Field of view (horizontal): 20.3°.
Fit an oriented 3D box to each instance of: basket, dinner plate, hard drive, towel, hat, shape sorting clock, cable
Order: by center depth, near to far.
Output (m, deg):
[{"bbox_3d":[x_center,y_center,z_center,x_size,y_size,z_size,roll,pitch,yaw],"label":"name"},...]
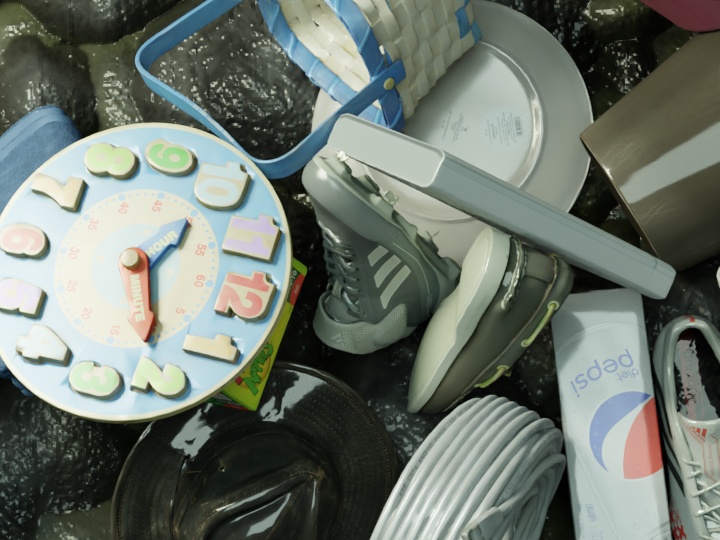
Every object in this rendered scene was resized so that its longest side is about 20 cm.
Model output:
[{"bbox_3d":[-0.140,-0.002,1.254,0.199,0.039,0.201,-2,68,5],"label":"shape sorting clock"},{"bbox_3d":[0.060,0.176,1.265,0.069,0.200,0.201,25,128,16],"label":"cable"},{"bbox_3d":[0.090,-0.040,1.281,0.200,0.132,0.027,24,92,-33],"label":"hard drive"},{"bbox_3d":[-0.066,0.160,1.314,0.200,0.081,0.202,-1,98,-8],"label":"hat"},{"bbox_3d":[0.256,-0.097,1.325,0.200,0.136,0.181,-32,57,6],"label":"basket"},{"bbox_3d":[-0.036,-0.160,1.353,0.200,0.139,0.176,-42,51,-11],"label":"basket"},{"bbox_3d":[-0.216,-0.017,1.360,0.112,0.049,0.200,-38,45,15],"label":"towel"},{"bbox_3d":[0.063,-0.097,1.403,0.199,0.024,0.201,-1,80,6],"label":"dinner plate"}]

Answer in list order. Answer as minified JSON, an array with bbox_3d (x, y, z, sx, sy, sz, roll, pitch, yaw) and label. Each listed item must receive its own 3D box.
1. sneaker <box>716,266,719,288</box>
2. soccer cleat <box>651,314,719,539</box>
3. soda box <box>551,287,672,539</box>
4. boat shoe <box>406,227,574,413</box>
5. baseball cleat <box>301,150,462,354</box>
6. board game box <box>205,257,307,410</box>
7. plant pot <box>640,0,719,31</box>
[{"bbox_3d":[0.276,0.029,1.294,0.099,0.075,0.201,-4,116,-2],"label":"sneaker"},{"bbox_3d":[0.230,0.125,1.309,0.068,0.085,0.201,-10,79,5],"label":"soccer cleat"},{"bbox_3d":[0.166,0.116,1.329,0.063,0.068,0.201,-6,79,6],"label":"soda box"},{"bbox_3d":[0.078,0.043,1.298,0.060,0.202,0.072,15,58,-8],"label":"boat shoe"},{"bbox_3d":[0.000,0.000,1.305,0.106,0.200,0.070,-44,53,4],"label":"baseball cleat"},{"bbox_3d":[-0.137,0.028,1.335,0.199,0.048,0.102,4,67,41],"label":"board game box"},{"bbox_3d":[0.198,-0.258,1.286,0.179,0.200,0.200,42,86,-29],"label":"plant pot"}]
